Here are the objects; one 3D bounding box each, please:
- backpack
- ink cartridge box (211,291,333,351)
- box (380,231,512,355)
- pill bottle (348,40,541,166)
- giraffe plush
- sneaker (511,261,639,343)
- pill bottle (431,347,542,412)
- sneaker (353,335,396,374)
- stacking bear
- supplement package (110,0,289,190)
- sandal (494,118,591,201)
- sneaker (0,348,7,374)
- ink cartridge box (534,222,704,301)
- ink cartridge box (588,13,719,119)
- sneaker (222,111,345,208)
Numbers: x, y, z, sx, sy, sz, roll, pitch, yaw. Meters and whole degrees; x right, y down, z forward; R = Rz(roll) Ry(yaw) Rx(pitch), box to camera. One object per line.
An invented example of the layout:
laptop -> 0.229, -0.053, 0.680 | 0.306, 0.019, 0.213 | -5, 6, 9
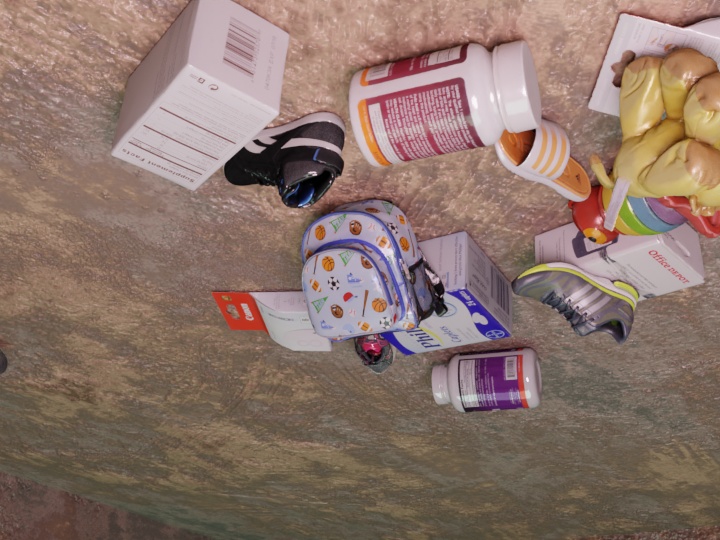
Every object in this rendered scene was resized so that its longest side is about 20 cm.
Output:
backpack -> 0.000, 0.000, 1.286 | 0.198, 0.192, 0.154 | -11, -173, 25
ink cartridge box -> -0.156, 0.093, 1.626 | 0.198, 0.058, 0.163 | -4, 151, 4
box -> 0.117, 0.043, 1.442 | 0.198, 0.106, 0.184 | -13, 146, 29
pill bottle -> 0.097, -0.190, 1.018 | 0.198, 0.115, 0.114 | -8, 149, 21
giraffe plush -> 0.366, -0.124, 0.969 | 0.161, 0.173, 0.201 | 7, 124, -24
sneaker -> 0.307, 0.046, 1.276 | 0.198, 0.082, 0.074 | 13, 150, -12
pill bottle -> 0.241, 0.211, 1.719 | 0.198, 0.113, 0.113 | -7, 149, 19
sneaker -> 0.022, 0.147, 1.672 | 0.080, 0.075, 0.200 | -1, 151, 8
stacking bear -> 0.359, -0.090, 1.174 | 0.121, 0.115, 0.199 | 30, 154, -22
supplement package -> -0.185, -0.200, 1.029 | 0.117, 0.118, 0.199 | 23, 146, -31
sandal -> 0.241, -0.149, 1.122 | 0.206, 0.080, 0.059 | 18, 148, -40
sneaker -> -0.812, 0.163, 1.818 | 0.199, 0.075, 0.085 | 24, 152, -16
ink cartridge box -> 0.378, -0.018, 1.321 | 0.199, 0.085, 0.144 | -21, 142, 39
ink cartridge box -> 0.375, -0.220, 1.008 | 0.198, 0.057, 0.163 | 22, 153, 11
sneaker -> -0.109, -0.124, 1.162 | 0.199, 0.113, 0.073 | -18, 143, 34
